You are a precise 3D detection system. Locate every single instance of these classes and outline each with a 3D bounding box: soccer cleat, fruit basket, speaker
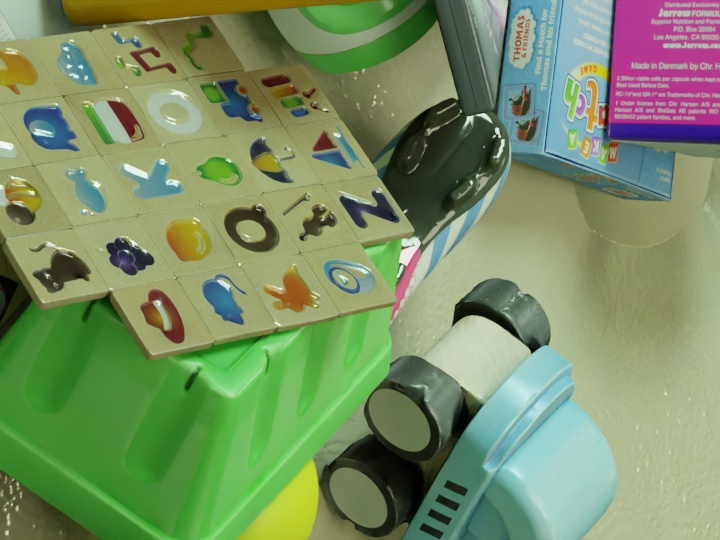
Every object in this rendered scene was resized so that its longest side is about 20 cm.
[{"bbox_3d":[0.000,0.000,1.449,0.070,0.086,0.200,43,71,10],"label":"soccer cleat"},{"bbox_3d":[-0.077,0.064,1.315,0.216,0.155,0.216,-54,171,-13],"label":"fruit basket"},{"bbox_3d":[-0.033,-0.192,1.387,0.088,0.088,0.200,-52,128,-34],"label":"speaker"}]

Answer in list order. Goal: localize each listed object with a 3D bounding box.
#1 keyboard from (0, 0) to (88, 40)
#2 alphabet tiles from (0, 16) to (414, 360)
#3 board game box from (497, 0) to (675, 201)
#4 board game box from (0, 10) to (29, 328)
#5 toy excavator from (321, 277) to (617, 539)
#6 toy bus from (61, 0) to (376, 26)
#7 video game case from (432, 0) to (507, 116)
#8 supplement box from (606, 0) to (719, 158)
[{"bbox_3d":[-0.155,-0.194,1.305,0.056,0.011,0.200,-18,105,-42],"label":"keyboard"},{"bbox_3d":[-0.076,-0.038,1.254,0.200,0.006,0.166,-12,58,-41],"label":"alphabet tiles"},{"bbox_3d":[0.132,-0.147,1.602,0.151,0.037,0.200,16,79,-57],"label":"board game box"},{"bbox_3d":[-0.199,-0.017,1.241,0.200,0.035,0.136,-51,127,-35],"label":"board game box"},{"bbox_3d":[0.084,0.136,1.484,0.100,0.200,0.194,-40,163,-41],"label":"toy excavator"},{"bbox_3d":[-0.033,-0.153,1.294,0.065,0.200,0.078,-18,104,-64],"label":"toy bus"},{"bbox_3d":[0.045,-0.173,1.448,0.200,0.019,0.143,-80,156,-68],"label":"video game case"},{"bbox_3d":[0.202,-0.161,1.583,0.101,0.103,0.200,7,88,-57],"label":"supplement box"}]
